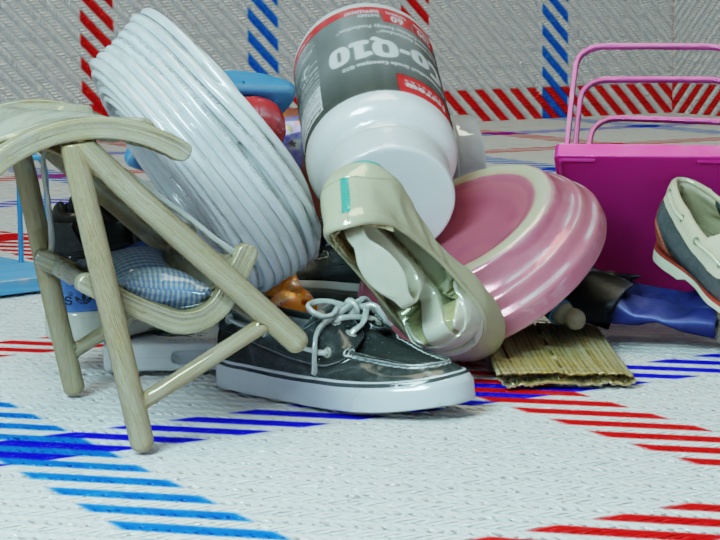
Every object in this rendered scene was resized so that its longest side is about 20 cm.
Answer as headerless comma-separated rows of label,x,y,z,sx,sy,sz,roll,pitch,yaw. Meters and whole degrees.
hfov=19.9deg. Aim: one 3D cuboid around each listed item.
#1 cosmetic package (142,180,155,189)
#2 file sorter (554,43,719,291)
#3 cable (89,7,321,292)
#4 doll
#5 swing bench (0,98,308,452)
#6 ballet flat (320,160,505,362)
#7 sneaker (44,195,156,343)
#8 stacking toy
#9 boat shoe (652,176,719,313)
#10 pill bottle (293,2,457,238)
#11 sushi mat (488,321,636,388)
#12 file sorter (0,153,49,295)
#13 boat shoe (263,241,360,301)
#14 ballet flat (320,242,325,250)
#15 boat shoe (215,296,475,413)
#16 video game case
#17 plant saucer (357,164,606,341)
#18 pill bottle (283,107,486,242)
cosmetic package,-0.187,-0.018,1.722,0.074,0.102,0.200,0,7,8
file sorter,0.239,-0.076,1.645,0.139,0.126,0.200,2,-36,13
cable,-0.104,-0.077,1.357,0.069,0.200,0.200,-38,-2,-9
doll,0.182,0.018,1.536,0.199,0.049,0.136,9,16,12
swing bench,-0.156,-0.020,1.253,0.130,0.200,0.199,-33,18,-12
ballet flat,0.036,0.013,1.342,0.069,0.070,0.200,8,-32,47
sneaker,-0.159,-0.016,1.488,0.077,0.112,0.200,5,9,31
stacking toy,-0.080,-0.038,1.499,0.116,0.200,0.110,-4,-32,-42
boat shoe,0.273,-0.010,1.468,0.071,0.063,0.200,0,19,-23
pill bottle,0.012,-0.106,1.535,0.113,0.114,0.200,-1,36,-6
sushi mat,0.135,0.058,1.459,0.095,0.012,0.200,0,8,-1
file sorter,-0.362,-0.048,1.866,0.139,0.123,0.200,-7,10,-42
boat shoe,0.000,0.000,1.657,0.199,0.061,0.076,2,-16,-13
ballet flat,-0.001,0.001,1.731,0.199,0.071,0.071,0,8,-8
boat shoe,-0.013,0.050,1.328,0.199,0.068,0.073,7,11,42
video game case,-0.099,0.046,1.524,0.181,0.024,0.200,-1,8,-6
plant saucer,0.081,-0.014,1.500,0.200,0.051,0.201,-23,27,13
pill bottle,-0.003,-0.081,1.689,0.199,0.113,0.112,-4,9,-14
